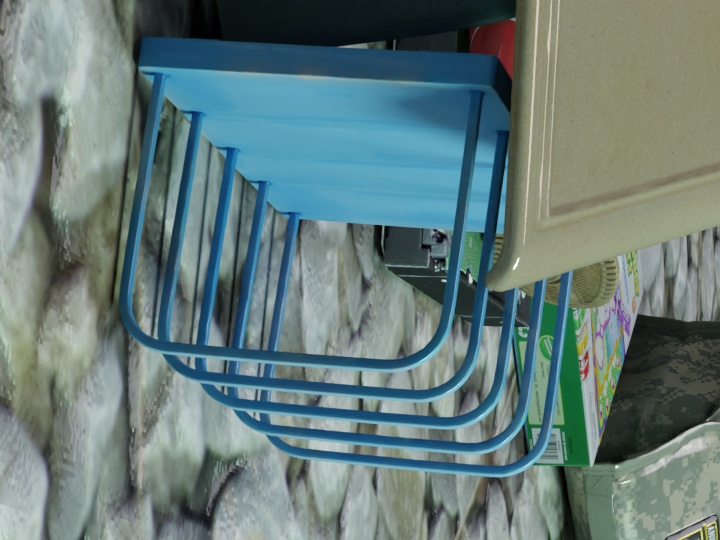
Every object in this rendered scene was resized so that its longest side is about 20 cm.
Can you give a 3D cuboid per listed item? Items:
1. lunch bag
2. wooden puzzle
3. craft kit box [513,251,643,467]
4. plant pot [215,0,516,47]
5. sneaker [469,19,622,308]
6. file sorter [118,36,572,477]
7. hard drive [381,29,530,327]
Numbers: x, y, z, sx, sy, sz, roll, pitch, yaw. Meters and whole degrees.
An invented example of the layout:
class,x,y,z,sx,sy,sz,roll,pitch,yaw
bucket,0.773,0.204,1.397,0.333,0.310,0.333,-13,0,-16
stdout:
class,x,y,z,sx,sy,sz,roll,pitch,yaw
lunch bag,0.193,0.145,1.921,0.200,0.117,0.164,-55,143,-54
wooden puzzle,0.108,-0.101,1.133,0.185,0.037,0.200,-15,117,-50
craft kit box,0.130,-0.017,1.814,0.198,0.048,0.200,-71,157,-55
plant pot,0.053,-0.210,1.235,0.196,0.200,0.197,-57,145,-61
sneaker,0.097,-0.070,1.501,0.200,0.071,0.113,64,35,-55
file sorter,0.000,0.000,1.180,0.200,0.139,0.123,46,51,-69
hard drive,0.054,-0.052,1.547,0.200,0.038,0.140,31,61,-73
